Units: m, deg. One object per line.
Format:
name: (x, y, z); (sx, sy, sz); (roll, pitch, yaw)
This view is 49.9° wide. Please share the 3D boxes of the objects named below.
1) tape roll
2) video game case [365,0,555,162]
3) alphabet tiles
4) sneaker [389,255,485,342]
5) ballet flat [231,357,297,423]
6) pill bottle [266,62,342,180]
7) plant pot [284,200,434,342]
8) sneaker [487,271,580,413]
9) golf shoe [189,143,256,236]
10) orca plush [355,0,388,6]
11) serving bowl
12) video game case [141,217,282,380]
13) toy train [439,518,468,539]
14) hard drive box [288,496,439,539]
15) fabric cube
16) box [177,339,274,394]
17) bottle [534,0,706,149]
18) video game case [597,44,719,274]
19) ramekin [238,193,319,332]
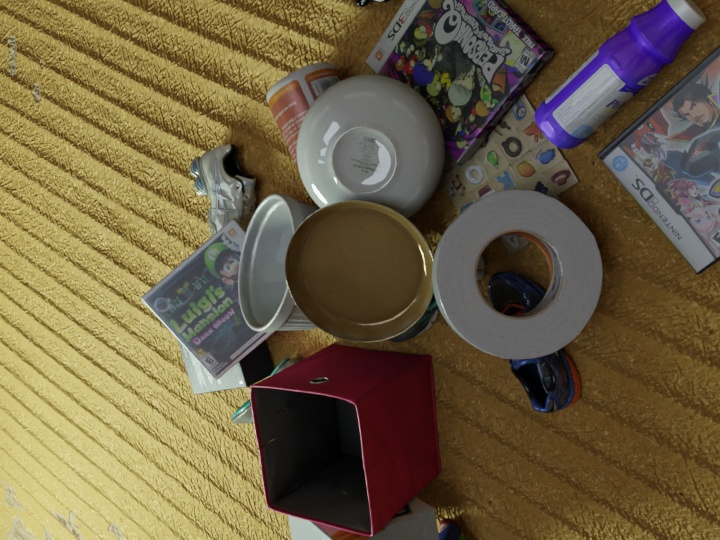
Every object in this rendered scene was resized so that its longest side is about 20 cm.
tape roll: (0.188, 0.005, 0.941); (0.198, 0.066, 0.202); (0, 89, 1)
video game case: (0.120, -0.274, 0.992); (0.200, 0.036, 0.182); (51, 126, 16)
alphabet tiles: (0.183, -0.129, 1.012); (0.166, 0.006, 0.201); (-35, 82, 36)
sneaker: (0.082, 0.036, 1.078); (0.078, 0.091, 0.200); (50, 126, 14)
ballet flat: (-0.155, 0.224, 1.320); (0.064, 0.067, 0.200); (45, 126, 3)
pill bottle: (-0.046, -0.180, 1.095); (0.112, 0.112, 0.201); (-25, 88, 37)
plant pot: (0.000, 0.000, 1.012); (0.198, 0.028, 0.202); (3, 114, 7)
sneaker: (0.221, 0.094, 1.002); (0.075, 0.078, 0.201); (-30, 85, 37)
golf shoe: (-0.202, -0.109, 1.254); (0.097, 0.078, 0.201); (-26, 89, 31)
orca plush: (-0.020, -0.384, 1.046); (0.199, 0.105, 0.071); (14, 143, 29)
serving bowl: (0.009, -0.147, 0.995); (0.198, 0.066, 0.202); (2, 106, 8)
video game case: (-0.218, 0.048, 1.243); (0.200, 0.023, 0.182); (-39, 101, 5)
toy train: (0.116, 0.483, 1.195); (0.116, 0.085, 0.200); (41, 124, 3)
hard drive box: (-0.001, 0.382, 1.151); (0.200, 0.155, 0.078); (7, 109, 61)
fabric cube: (-0.016, 0.236, 1.139); (0.195, 0.199, 0.202); (2, 105, 36)
box: (-0.247, 0.103, 1.342); (0.140, 0.079, 0.202); (-13, 95, 39)
bottle: (0.287, -0.222, 0.862); (0.200, 0.083, 0.065); (-44, 77, 35)
video game case: (0.394, -0.125, 0.849); (0.181, 0.025, 0.200); (53, 126, 12)
ramekin: (-0.096, -0.006, 1.144); (0.200, 0.104, 0.202); (-22, 64, 56)
